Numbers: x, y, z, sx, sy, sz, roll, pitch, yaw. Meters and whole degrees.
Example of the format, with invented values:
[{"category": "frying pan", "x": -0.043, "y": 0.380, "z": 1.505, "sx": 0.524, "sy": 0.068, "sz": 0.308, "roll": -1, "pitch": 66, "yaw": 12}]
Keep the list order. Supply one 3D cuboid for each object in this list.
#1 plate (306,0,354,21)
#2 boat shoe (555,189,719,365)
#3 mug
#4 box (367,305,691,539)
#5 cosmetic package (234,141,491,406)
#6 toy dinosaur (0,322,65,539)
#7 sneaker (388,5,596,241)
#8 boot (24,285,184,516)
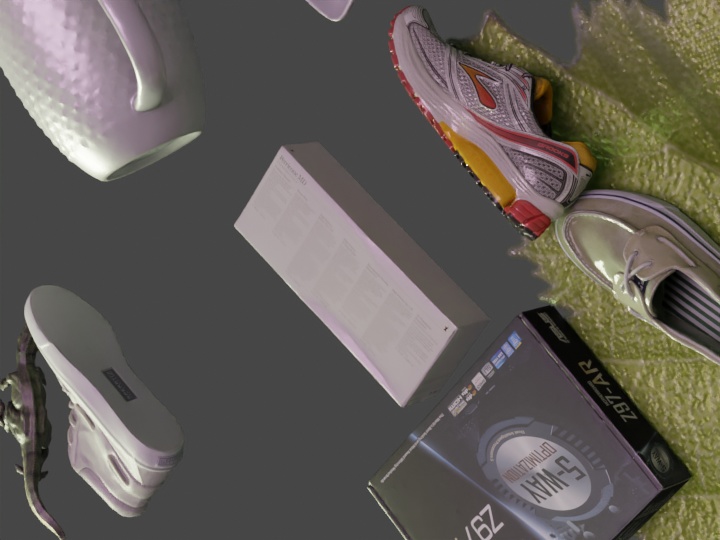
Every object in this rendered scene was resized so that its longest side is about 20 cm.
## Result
[{"category": "plate", "x": -0.032, "y": -0.317, "z": 1.493, "sx": 0.200, "sy": 0.032, "sz": 0.200, "roll": 42, "pitch": 120, "yaw": 24}, {"category": "boat shoe", "x": 0.204, "y": 0.004, "z": 1.342, "sx": 0.200, "sy": 0.062, "sz": 0.072, "roll": 32, "pitch": 115, "yaw": 31}, {"category": "mug", "x": -0.193, "y": -0.170, "z": 1.548, "sx": 0.176, "sy": 0.147, "sz": 0.200, "roll": 63, "pitch": 162, "yaw": 0}, {"category": "box", "x": 0.115, "y": 0.149, "z": 1.445, "sx": 0.160, "sy": 0.043, "sz": 0.200, "roll": 53, "pitch": 123, "yaw": 19}, {"category": "cosmetic package", "x": 0.000, "y": 0.000, "z": 1.506, "sx": 0.200, "sy": 0.051, "sz": 0.083, "roll": 47, "pitch": 124, "yaw": 22}, {"category": "toy dinosaur", "x": -0.282, "y": 0.138, "z": 1.732, "sx": 0.088, "sy": 0.047, "sz": 0.201, "roll": 142, "pitch": 122, "yaw": -62}, {"category": "sneaker", "x": 0.091, "y": -0.114, "z": 1.416, "sx": 0.082, "sy": 0.078, "sz": 0.200, "roll": -39, "pitch": 65, "yaw": 5}, {"category": "boot", "x": -0.228, "y": 0.111, "z": 1.685, "sx": 0.200, "sy": 0.073, "sz": 0.096, "roll": 51, "pitch": 128, "yaw": 25}]
